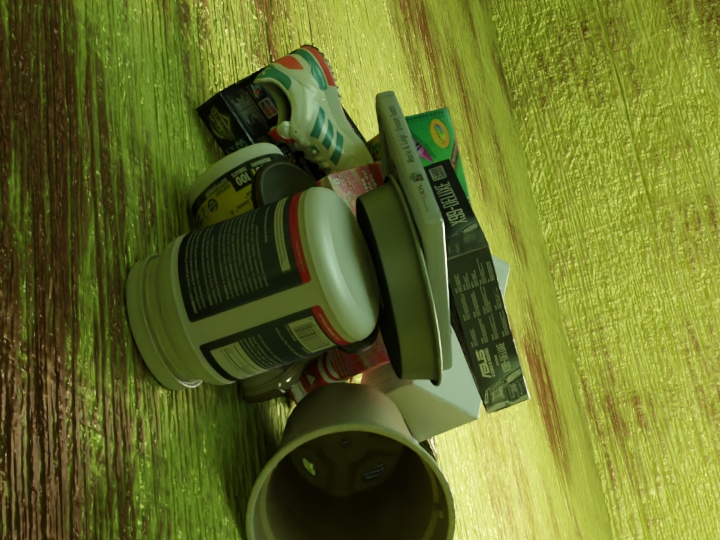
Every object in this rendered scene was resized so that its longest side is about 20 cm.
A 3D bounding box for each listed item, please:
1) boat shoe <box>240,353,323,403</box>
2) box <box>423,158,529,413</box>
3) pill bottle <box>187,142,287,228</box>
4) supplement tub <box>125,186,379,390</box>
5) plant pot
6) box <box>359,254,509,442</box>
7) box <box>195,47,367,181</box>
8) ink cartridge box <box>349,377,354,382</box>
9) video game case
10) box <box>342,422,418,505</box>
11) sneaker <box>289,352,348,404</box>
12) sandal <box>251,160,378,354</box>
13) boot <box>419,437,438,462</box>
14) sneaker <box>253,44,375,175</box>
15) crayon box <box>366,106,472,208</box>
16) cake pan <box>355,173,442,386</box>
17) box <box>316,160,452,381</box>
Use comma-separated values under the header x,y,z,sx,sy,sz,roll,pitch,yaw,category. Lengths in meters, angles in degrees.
x,y,z,sx,sy,sz,roll,pitch,yaw,category
-0.081,0.072,1.482,0.200,0.070,0.065,-57,128,-69,boat shoe
0.107,0.016,1.390,0.159,0.049,0.202,-108,179,-53,box
-0.083,-0.017,1.414,0.201,0.112,0.112,59,13,12,pill bottle
-0.094,0.020,1.253,0.140,0.198,0.142,-18,90,-75,supplement tub
-0.013,0.208,1.397,0.184,0.198,0.203,-99,166,-72,plant pot
0.083,0.076,1.608,0.097,0.124,0.202,28,59,-22,box
-0.071,-0.141,1.614,0.201,0.049,0.198,56,34,-5,box
0.045,0.055,1.751,0.117,0.066,0.202,106,2,-60,ink cartridge box
0.050,-0.036,1.325,0.202,0.023,0.183,83,-8,-46,video game case
0.028,0.290,1.550,0.202,0.106,0.149,-90,156,-45,box
-0.011,0.094,1.607,0.079,0.114,0.200,62,18,-11,sneaker
-0.033,-0.017,1.333,0.081,0.054,0.202,-24,88,-40,sandal
0.065,0.157,1.918,0.201,0.065,0.177,-87,166,-51,boot
-0.053,-0.144,1.557,0.070,0.093,0.202,-14,-78,62,sneaker
0.058,-0.099,1.544,0.200,0.057,0.121,160,-83,-76,crayon box
0.033,0.013,1.306,0.200,0.036,0.203,166,-90,-85,cake pan
0.000,0.000,1.487,0.094,0.102,0.202,-18,85,-47,box
